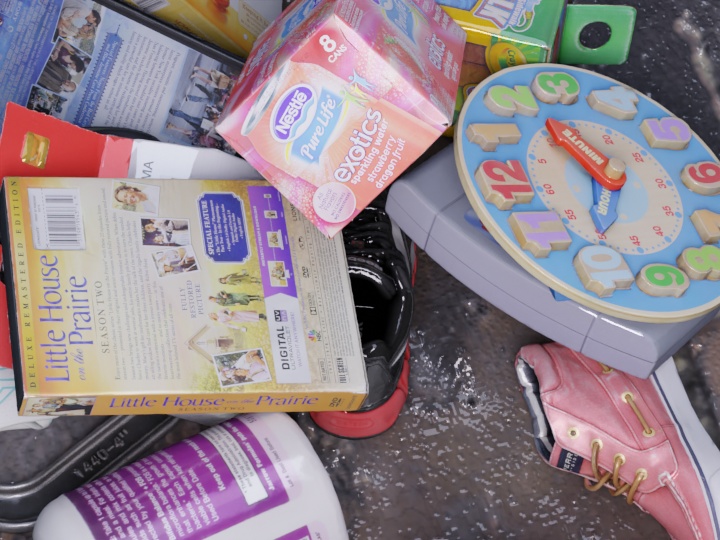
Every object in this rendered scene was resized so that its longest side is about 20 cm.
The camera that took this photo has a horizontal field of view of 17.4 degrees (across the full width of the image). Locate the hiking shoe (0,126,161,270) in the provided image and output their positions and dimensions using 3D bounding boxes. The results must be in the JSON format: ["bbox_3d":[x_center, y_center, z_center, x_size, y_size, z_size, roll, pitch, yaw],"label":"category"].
[{"bbox_3d":[-0.205,-0.030,1.428,0.200,0.076,0.101,-18,21,-9],"label":"hiking shoe"}]

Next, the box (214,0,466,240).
[{"bbox_3d":[-0.007,-0.114,1.387,0.095,0.103,0.200,44,19,-11],"label":"box"}]

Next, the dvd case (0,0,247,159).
[{"bbox_3d":[-0.163,-0.101,1.505,0.200,0.143,0.018,27,15,14],"label":"dvd case"}]

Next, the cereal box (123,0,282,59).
[{"bbox_3d":[-0.106,-0.237,1.583,0.039,0.144,0.200,-20,52,30],"label":"cereal box"}]

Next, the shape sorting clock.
[{"bbox_3d":[0.149,-0.051,1.425,0.200,0.039,0.200,13,48,-15],"label":"shape sorting clock"}]

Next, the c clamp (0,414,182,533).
[{"bbox_3d":[-0.197,0.065,1.452,0.171,0.027,0.200,38,61,15],"label":"c clamp"}]

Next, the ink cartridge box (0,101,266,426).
[{"bbox_3d":[-0.128,-0.002,1.401,0.200,0.050,0.161,20,70,-35],"label":"ink cartridge box"}]

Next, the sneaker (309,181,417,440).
[{"bbox_3d":[0.000,0.000,1.459,0.071,0.098,0.201,2,56,0],"label":"sneaker"}]

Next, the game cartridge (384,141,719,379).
[{"bbox_3d":[0.122,-0.015,1.451,0.200,0.042,0.133,33,35,18],"label":"game cartridge"}]

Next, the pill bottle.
[{"bbox_3d":[-0.116,0.164,1.339,0.200,0.112,0.112,-23,62,-17],"label":"pill bottle"}]

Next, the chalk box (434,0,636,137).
[{"bbox_3d":[0.079,-0.167,1.554,0.200,0.124,0.124,13,57,7],"label":"chalk box"}]

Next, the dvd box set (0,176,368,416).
[{"bbox_3d":[-0.103,0.014,1.349,0.200,0.029,0.146,-1,59,-18],"label":"dvd box set"}]

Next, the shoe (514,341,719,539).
[{"bbox_3d":[0.162,0.117,1.413,0.091,0.072,0.200,-13,54,-10],"label":"shoe"}]

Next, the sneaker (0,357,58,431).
[{"bbox_3d":[-0.196,0.050,1.414,0.200,0.070,0.080,-41,89,-26],"label":"sneaker"}]
